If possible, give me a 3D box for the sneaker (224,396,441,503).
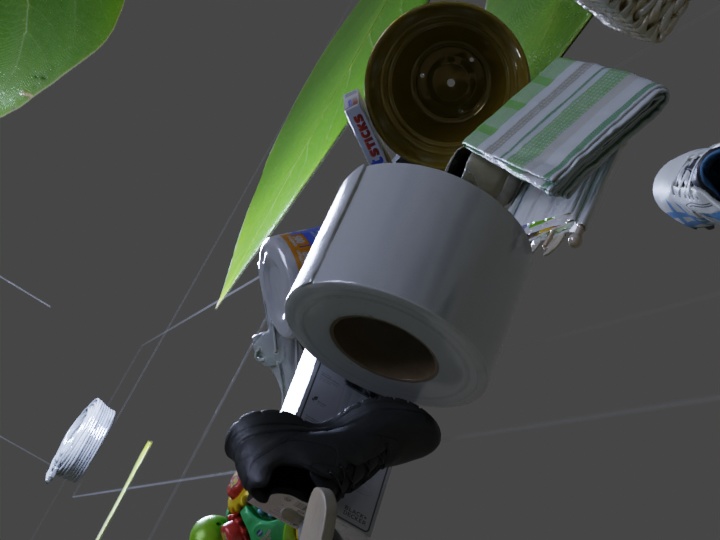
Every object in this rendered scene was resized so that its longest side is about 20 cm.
[{"bbox_3d":[-0.019,0.172,1.069,0.091,0.199,0.076,-116,23,-52],"label":"sneaker"}]

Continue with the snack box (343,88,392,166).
[{"bbox_3d":[0.030,-0.125,1.475,0.024,0.201,0.072,-23,22,7],"label":"snack box"}]

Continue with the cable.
[{"bbox_3d":[-0.650,0.401,2.782,0.200,0.069,0.200,-51,15,20],"label":"cable"}]

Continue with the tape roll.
[{"bbox_3d":[0.046,0.017,1.101,0.203,0.202,0.140,-33,29,57],"label":"tape roll"}]

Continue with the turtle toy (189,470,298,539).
[{"bbox_3d":[-0.106,0.263,1.266,0.200,0.101,0.146,-51,16,22],"label":"turtle toy"}]

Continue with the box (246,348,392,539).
[{"bbox_3d":[-0.023,0.164,1.185,0.060,0.116,0.201,-43,22,49],"label":"box"}]

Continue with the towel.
[{"bbox_3d":[0.198,-0.144,1.163,0.149,0.031,0.200,-40,26,-4],"label":"towel"}]

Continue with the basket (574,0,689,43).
[{"bbox_3d":[0.278,-0.363,1.218,0.199,0.160,0.200,-54,14,11],"label":"basket"}]

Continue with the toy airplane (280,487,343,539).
[{"bbox_3d":[-0.058,0.311,1.003,0.200,0.141,0.200,-39,59,27],"label":"toy airplane"}]

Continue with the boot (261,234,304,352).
[{"bbox_3d":[-0.061,0.075,1.347,0.072,0.166,0.201,-26,37,27],"label":"boot"}]

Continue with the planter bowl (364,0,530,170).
[{"bbox_3d":[0.109,-0.227,1.447,0.201,0.200,0.083,-52,1,16],"label":"planter bowl"}]

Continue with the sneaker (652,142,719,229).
[{"bbox_3d":[0.258,-0.066,0.846,0.072,0.072,0.200,-59,14,0],"label":"sneaker"}]

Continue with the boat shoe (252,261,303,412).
[{"bbox_3d":[-0.097,0.083,1.435,0.072,0.068,0.202,161,107,-82],"label":"boat shoe"}]

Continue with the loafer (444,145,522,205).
[{"bbox_3d":[0.125,-0.103,1.330,0.076,0.068,0.200,-60,9,-14],"label":"loafer"}]

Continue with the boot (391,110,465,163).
[{"bbox_3d":[0.110,-0.191,1.596,0.131,0.068,0.200,-58,15,-26],"label":"boot"}]

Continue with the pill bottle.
[{"bbox_3d":[0.000,0.000,1.278,0.112,0.199,0.113,167,90,-69],"label":"pill bottle"}]

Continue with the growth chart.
[{"bbox_3d":[0.191,-0.070,1.173,0.145,0.018,0.200,-60,15,-11],"label":"growth chart"}]
